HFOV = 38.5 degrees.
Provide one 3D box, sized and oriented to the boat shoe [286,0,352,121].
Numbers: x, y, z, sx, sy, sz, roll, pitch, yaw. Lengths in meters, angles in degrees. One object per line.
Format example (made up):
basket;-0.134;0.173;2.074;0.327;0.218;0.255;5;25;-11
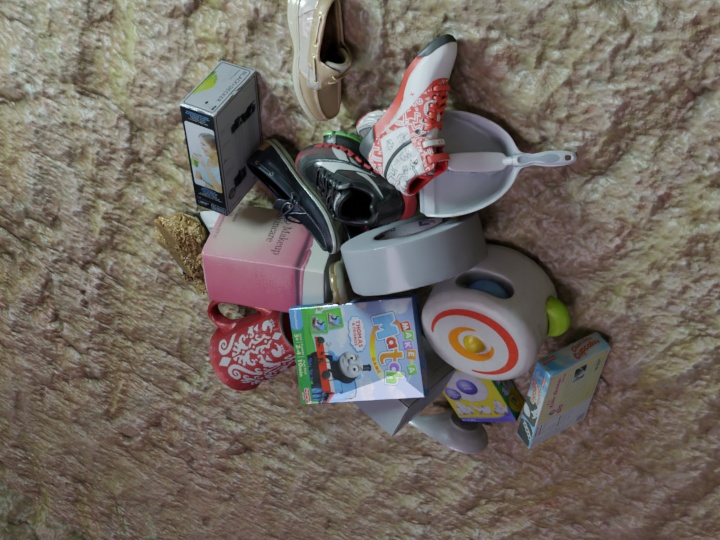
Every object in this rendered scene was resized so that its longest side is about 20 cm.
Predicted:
boat shoe;-0.047;-0.278;1.360;0.069;0.074;0.201;18;140;27

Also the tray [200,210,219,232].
tray;-0.179;-0.052;1.747;0.199;0.022;0.108;4;135;32

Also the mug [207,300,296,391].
mug;-0.179;0.121;1.842;0.177;0.134;0.200;28;145;-32

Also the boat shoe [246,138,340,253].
boat shoe;-0.101;-0.103;1.553;0.200;0.062;0.075;55;161;0

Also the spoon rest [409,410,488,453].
spoon rest;0.136;0.264;1.833;0.199;0.099;0.061;31;122;16

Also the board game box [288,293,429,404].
board game box;-0.003;0.120;1.558;0.199;0.037;0.152;-6;94;19

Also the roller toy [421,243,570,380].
roller toy;0.187;0.068;1.528;0.182;0.140;0.200;44;142;-15

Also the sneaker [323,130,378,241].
sneaker;-0.010;-0.117;1.505;0.076;0.084;0.201;6;136;29

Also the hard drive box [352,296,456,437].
hard drive box;0.032;0.145;1.662;0.200;0.156;0.077;40;130;17

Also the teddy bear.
teddy bear;-0.298;-0.033;1.823;0.145;0.067;0.201;23;147;42

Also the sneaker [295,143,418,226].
sneaker;-0.023;-0.114;1.398;0.200;0.098;0.071;28;130;29

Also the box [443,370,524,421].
box;0.181;0.172;1.727;0.117;0.048;0.200;-7;126;40

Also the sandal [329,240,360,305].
sandal;0.000;0.000;1.550;0.054;0.200;0.081;-12;103;16

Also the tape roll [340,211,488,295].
tape roll;0.075;-0.028;1.443;0.200;0.200;0.067;-8;103;40

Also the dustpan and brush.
dustpan and brush;0.179;-0.143;1.349;0.199;0.140;0.057;-2;180;-5

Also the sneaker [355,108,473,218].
sneaker;0.079;-0.147;1.401;0.199;0.082;0.078;33;157;1

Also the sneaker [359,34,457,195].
sneaker;0.088;-0.190;1.308;0.108;0.067;0.202;49;122;22

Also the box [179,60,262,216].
box;-0.201;-0.194;1.528;0.060;0.117;0.201;21;143;17

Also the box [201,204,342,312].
box;-0.136;-0.017;1.635;0.199;0.128;0.109;8;135;9

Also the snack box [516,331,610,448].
snack box;0.312;0.188;1.598;0.037;0.116;0.201;52;154;33
